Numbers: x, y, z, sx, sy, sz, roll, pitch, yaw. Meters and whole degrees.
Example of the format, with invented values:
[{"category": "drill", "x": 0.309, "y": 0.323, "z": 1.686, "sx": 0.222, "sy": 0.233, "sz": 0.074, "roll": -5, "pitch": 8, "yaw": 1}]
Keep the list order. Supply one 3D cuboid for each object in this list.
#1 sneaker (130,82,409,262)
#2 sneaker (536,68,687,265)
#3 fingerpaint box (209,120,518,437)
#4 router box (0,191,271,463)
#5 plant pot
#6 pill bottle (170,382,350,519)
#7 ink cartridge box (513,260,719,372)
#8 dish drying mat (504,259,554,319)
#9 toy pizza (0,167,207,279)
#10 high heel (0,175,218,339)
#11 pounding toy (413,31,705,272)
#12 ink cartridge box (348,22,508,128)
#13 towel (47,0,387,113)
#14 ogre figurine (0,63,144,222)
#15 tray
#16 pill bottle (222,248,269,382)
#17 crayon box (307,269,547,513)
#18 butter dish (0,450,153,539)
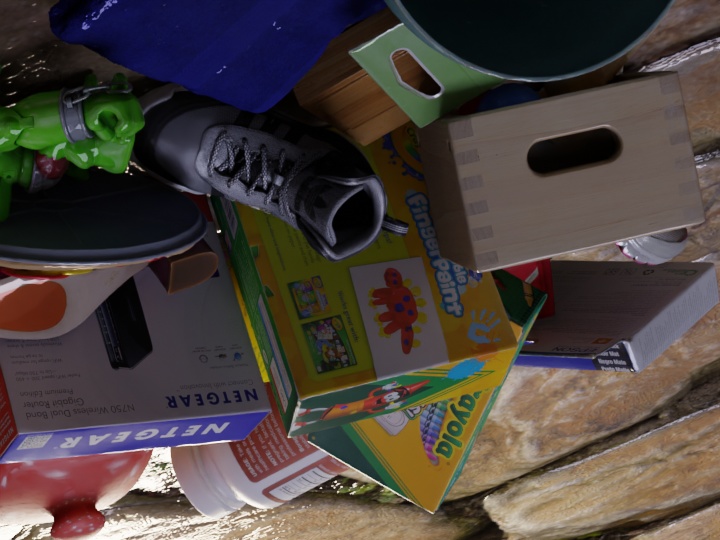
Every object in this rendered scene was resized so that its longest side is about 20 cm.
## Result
[{"category": "sneaker", "x": -0.057, "y": -0.065, "z": 1.561, "sx": 0.199, "sy": 0.114, "sz": 0.076, "roll": 14, "pitch": 105, "yaw": -34}, {"category": "sneaker", "x": 0.205, "y": -0.081, "z": 1.766, "sx": 0.088, "sy": 0.082, "sz": 0.200, "roll": -32, "pitch": 133, "yaw": 11}, {"category": "fingerpaint box", "x": 0.000, "y": 0.000, "z": 1.678, "sx": 0.165, "sy": 0.201, "sz": 0.074, "roll": -13, "pitch": 156, "yaw": -16}, {"category": "router box", "x": -0.179, "y": 0.036, "z": 1.642, "sx": 0.199, "sy": 0.181, "sz": 0.049, "roll": -4, "pitch": 153, "yaw": -33}, {"category": "plant pot", "x": 0.078, "y": -0.211, "z": 1.340, "sx": 0.198, "sy": 0.202, "sz": 0.135, "roll": -13, "pitch": -170, "yaw": -15}, {"category": "pill bottle", "x": -0.061, "y": 0.135, "z": 2.032, "sx": 0.199, "sy": 0.113, "sz": 0.112, "roll": -28, "pitch": 155, "yaw": 20}, {"category": "ink cartridge box", "x": 0.159, "y": 0.045, "z": 1.891, "sx": 0.198, "sy": 0.041, "sz": 0.200, "roll": 1, "pitch": -158, "yaw": 38}, {"category": "dish drying mat", "x": 0.102, "y": -0.035, "z": 1.792, "sx": 0.076, "sy": 0.018, "sz": 0.201, "roll": -11, "pitch": 129, "yaw": 2}, {"category": "toy pizza", "x": -0.197, "y": -0.028, "z": 1.511, "sx": 0.199, "sy": 0.200, "sz": 0.032, "roll": -6, "pitch": 111, "yaw": -29}, {"category": "high heel", "x": -0.201, "y": -0.012, "z": 1.600, "sx": 0.199, "sy": 0.096, "sz": 0.068, "roll": -10, "pitch": 134, "yaw": -34}, {"category": "pounding toy", "x": 0.145, "y": -0.094, "z": 1.592, "sx": 0.198, "sy": 0.144, "sz": 0.184, "roll": -13, "pitch": -174, "yaw": -6}, {"category": "ink cartridge box", "x": 0.094, "y": -0.179, "z": 1.476, "sx": 0.199, "sy": 0.060, "sz": 0.104, "roll": -27, "pitch": 145, "yaw": 16}, {"category": "towel", "x": -0.082, "y": -0.173, "z": 1.442, "sx": 0.147, "sy": 0.050, "sz": 0.199, "roll": -39, "pitch": 150, "yaw": 23}, {"category": "ogre figurine", "x": -0.208, "y": -0.082, "z": 1.457, "sx": 0.119, "sy": 0.099, "sz": 0.200, "roll": -6, "pitch": -162, "yaw": -18}, {"category": "tray", "x": 0.059, "y": -0.157, "z": 1.594, "sx": 0.199, "sy": 0.037, "sz": 0.098, "roll": -29, "pitch": 155, "yaw": 19}, {"category": "pill bottle", "x": -0.112, "y": 0.036, "z": 1.787, "sx": 0.199, "sy": 0.105, "sz": 0.104, "roll": -3, "pitch": 152, "yaw": -34}, {"category": "crayon box", "x": 0.049, "y": 0.075, "z": 1.801, "sx": 0.058, "sy": 0.118, "sz": 0.201, "roll": -49, "pitch": 165, "yaw": -54}, {"category": "butter dish", "x": -0.240, "y": 0.145, "z": 1.869, "sx": 0.198, "sy": 0.149, "sz": 0.200, "roll": -8, "pitch": 154, "yaw": -26}]
